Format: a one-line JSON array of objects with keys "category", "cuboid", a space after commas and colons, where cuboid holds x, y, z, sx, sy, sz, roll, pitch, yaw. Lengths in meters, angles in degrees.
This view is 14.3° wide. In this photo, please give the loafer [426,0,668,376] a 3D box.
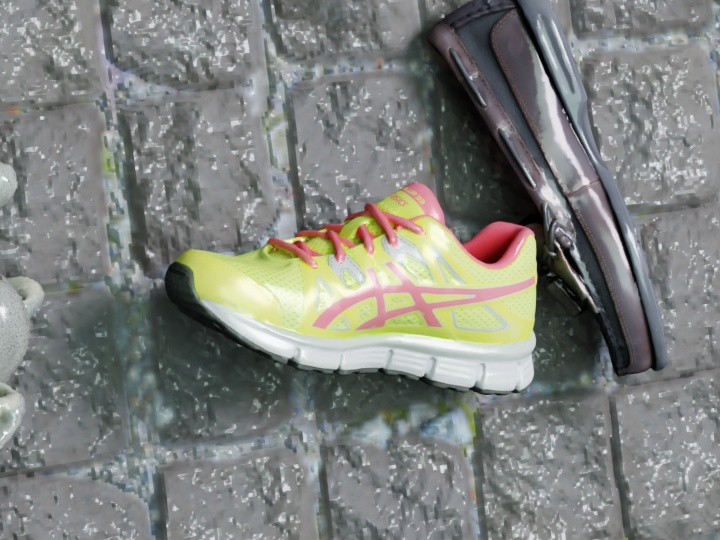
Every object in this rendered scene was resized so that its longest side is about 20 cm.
[{"category": "loafer", "cuboid": [0.090, -0.039, 1.388, 0.063, 0.072, 0.201, -20, 91, -4]}]

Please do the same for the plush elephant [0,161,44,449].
[{"category": "plush elephant", "cuboid": [-0.204, 0.008, 1.196, 0.154, 0.165, 0.201, -1, 118, -12]}]

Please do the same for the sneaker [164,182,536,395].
[{"category": "sneaker", "cuboid": [0.000, 0.000, 1.325, 0.199, 0.078, 0.091, 7, 102, -35]}]
